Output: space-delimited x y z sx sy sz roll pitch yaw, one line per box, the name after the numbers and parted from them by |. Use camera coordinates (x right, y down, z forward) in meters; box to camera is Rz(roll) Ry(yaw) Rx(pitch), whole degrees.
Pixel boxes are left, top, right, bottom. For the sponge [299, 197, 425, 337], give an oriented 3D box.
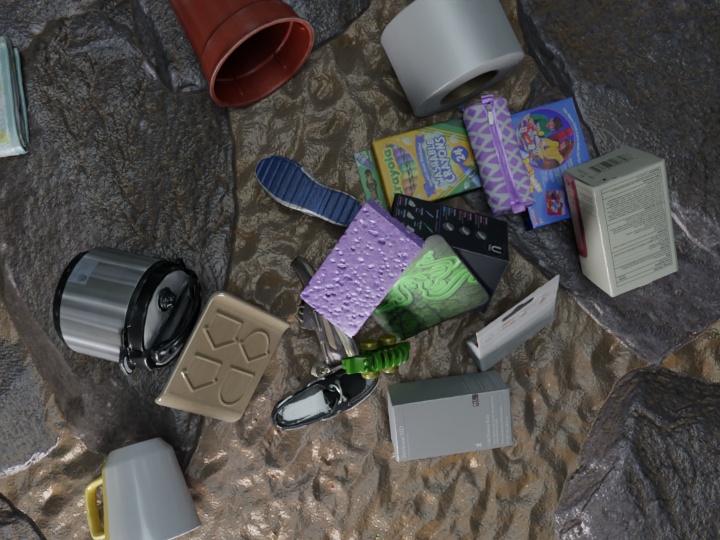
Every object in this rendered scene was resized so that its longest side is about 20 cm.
0.000 0.000 1.054 0.111 0.030 0.201 37 116 -1 | sponge

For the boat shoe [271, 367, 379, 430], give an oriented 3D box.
-0.058 0.213 1.137 0.197 0.060 0.075 -20 86 -4 | boat shoe

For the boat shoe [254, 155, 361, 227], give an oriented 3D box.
-0.089 -0.126 1.148 0.198 0.072 0.073 31 87 5 | boat shoe

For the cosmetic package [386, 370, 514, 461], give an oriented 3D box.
0.146 0.241 1.123 0.197 0.090 0.109 -10 105 -5 | cosmetic package

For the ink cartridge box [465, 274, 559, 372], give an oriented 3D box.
0.243 0.076 1.091 0.160 0.200 0.050 -35 61 -4 | ink cartridge box

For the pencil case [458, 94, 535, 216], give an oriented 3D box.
0.233 -0.192 1.127 0.083 0.085 0.203 -17 89 -6 | pencil case

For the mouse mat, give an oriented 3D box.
0.091 0.034 1.097 0.198 0.008 0.161 -29 119 28 | mouse mat

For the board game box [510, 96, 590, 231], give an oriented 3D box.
0.331 -0.185 1.183 0.132 0.045 0.203 -15 88 -3 | board game box

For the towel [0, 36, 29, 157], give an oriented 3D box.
-0.663 -0.289 1.148 0.168 0.048 0.204 -8 87 0 | towel

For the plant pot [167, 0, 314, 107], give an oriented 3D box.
-0.209 -0.413 1.109 0.199 0.201 0.197 -33 80 -4 | plant pot

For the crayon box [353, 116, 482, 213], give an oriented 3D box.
0.098 -0.176 1.170 0.197 0.052 0.128 -16 88 -3 | crayon box

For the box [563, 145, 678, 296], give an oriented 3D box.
0.429 -0.083 1.113 0.126 0.109 0.202 -21 115 -3 | box

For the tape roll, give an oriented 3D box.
0.150 -0.364 1.108 0.200 0.203 0.141 -26 87 -3 | tape roll

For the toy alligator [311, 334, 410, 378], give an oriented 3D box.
0.016 0.148 1.103 0.198 0.054 0.060 -10 101 -34 | toy alligator

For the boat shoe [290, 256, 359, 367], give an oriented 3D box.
-0.074 0.074 1.138 0.073 0.075 0.202 -29 87 -4 | boat shoe

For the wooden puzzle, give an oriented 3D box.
-0.224 0.141 1.097 0.046 0.185 0.202 28 87 38 | wooden puzzle

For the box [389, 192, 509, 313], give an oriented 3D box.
0.133 -0.029 1.112 0.197 0.123 0.107 14 42 -2 | box

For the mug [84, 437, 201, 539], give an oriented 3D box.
-0.364 0.361 1.080 0.184 0.150 0.155 -15 80 -10 | mug

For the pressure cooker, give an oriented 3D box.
-0.353 0.063 1.060 0.197 0.179 0.179 10 95 12 | pressure cooker
